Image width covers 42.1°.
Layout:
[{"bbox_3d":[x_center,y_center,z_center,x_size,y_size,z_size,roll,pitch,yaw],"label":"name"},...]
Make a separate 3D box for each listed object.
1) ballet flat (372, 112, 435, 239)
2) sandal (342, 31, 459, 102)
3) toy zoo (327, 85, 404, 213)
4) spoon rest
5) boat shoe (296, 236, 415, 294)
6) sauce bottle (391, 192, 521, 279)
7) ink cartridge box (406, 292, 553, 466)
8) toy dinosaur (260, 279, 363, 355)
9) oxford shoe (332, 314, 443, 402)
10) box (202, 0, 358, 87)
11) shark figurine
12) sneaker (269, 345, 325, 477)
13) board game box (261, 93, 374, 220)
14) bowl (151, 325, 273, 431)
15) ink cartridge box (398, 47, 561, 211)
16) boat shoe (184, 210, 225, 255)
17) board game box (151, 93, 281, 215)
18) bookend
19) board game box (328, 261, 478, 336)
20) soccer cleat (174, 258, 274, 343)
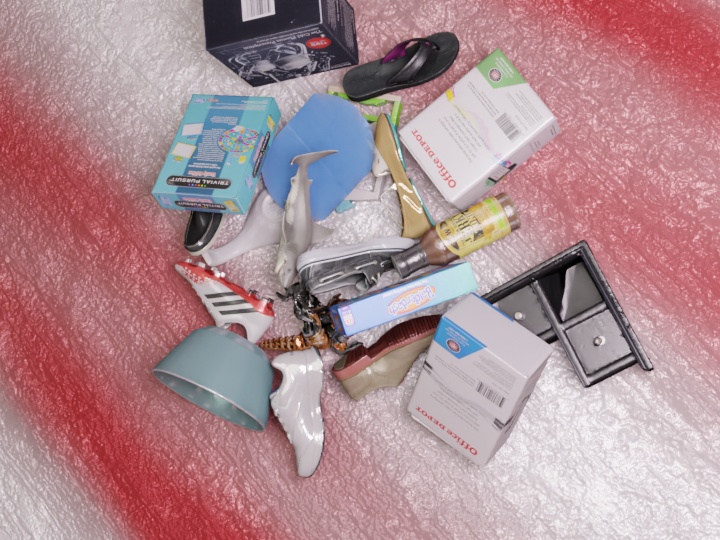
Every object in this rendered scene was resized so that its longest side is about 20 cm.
[{"bbox_3d":[0.052,-0.140,1.434,0.062,0.069,0.202,-23,97,3],"label":"ballet flat"},{"bbox_3d":[0.064,-0.326,1.483,0.198,0.048,0.076,-22,65,7],"label":"sandal"},{"bbox_3d":[-0.013,-0.192,1.516,0.130,0.020,0.203,13,87,20],"label":"toy zoo"},{"bbox_3d":[-0.171,-0.073,1.542,0.199,0.061,0.100,-32,75,-2],"label":"spoon rest"},{"bbox_3d":[0.000,0.000,1.424,0.198,0.072,0.072,-11,69,-19],"label":"boat shoe"},{"bbox_3d":[0.142,-0.047,1.400,0.198,0.065,0.065,-28,75,-3],"label":"sauce bottle"},{"bbox_3d":[0.165,0.157,1.325,0.145,0.084,0.201,35,134,19],"label":"ink cartridge box"},{"bbox_3d":[-0.066,0.077,1.465,0.198,0.102,0.137,-24,93,-8],"label":"toy dinosaur"},{"bbox_3d":[0.058,0.133,1.438,0.198,0.071,0.075,-27,106,9],"label":"oxford shoe"},{"bbox_3d":[-0.124,-0.387,1.494,0.197,0.182,0.106,-8,81,17],"label":"box"},{"bbox_3d":[-0.080,-0.087,1.454,0.088,0.128,0.217,10,100,-6],"label":"shark figurine"},{"bbox_3d":[-0.097,0.218,1.442,0.086,0.074,0.203,-3,90,-8],"label":"sneaker"},{"bbox_3d":[-0.062,-0.178,1.501,0.200,0.039,0.158,-46,76,14],"label":"board game box"},{"bbox_3d":[-0.215,0.159,1.463,0.199,0.201,0.106,19,70,19],"label":"bowl"},{"bbox_3d":[0.180,-0.210,1.421,0.199,0.084,0.145,-39,73,10],"label":"ink cartridge box"},{"bbox_3d":[-0.255,-0.119,1.528,0.071,0.068,0.202,-5,60,32],"label":"boat shoe"},{"bbox_3d":[-0.227,-0.188,1.490,0.149,0.047,0.202,6,61,19],"label":"board game box"},{"bbox_3d":[0.284,0.094,1.343,0.198,0.092,0.201,-28,75,14],"label":"bookend"},{"bbox_3d":[0.058,0.041,1.359,0.198,0.152,0.046,-20,91,-6],"label":"board game box"},{"bbox_3d":[-0.232,0.049,1.534,0.198,0.069,0.086,27,91,16],"label":"soccer cleat"}]
